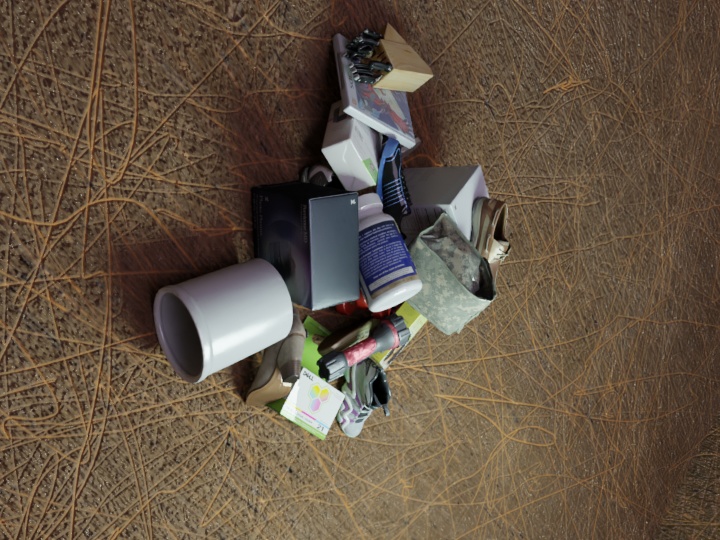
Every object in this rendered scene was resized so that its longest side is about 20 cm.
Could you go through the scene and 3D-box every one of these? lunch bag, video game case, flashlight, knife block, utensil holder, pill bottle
[{"bbox_3d":[0.169,0.017,1.558,0.201,0.164,0.117,49,52,4],"label":"lunch bag"},{"bbox_3d":[0.028,-0.358,1.557,0.198,0.023,0.187,21,52,-44],"label":"video game case"},{"bbox_3d":[0.007,0.155,1.560,0.197,0.067,0.069,-25,116,-27],"label":"flashlight"},{"bbox_3d":[0.054,-0.397,1.543,0.199,0.063,0.178,40,41,-27],"label":"knife block"},{"bbox_3d":[-0.243,0.082,1.386,0.197,0.168,0.175,-23,115,-39],"label":"utensil holder"},{"bbox_3d":[0.031,-0.035,1.483,0.114,0.115,0.204,-14,76,-38],"label":"pill bottle"}]

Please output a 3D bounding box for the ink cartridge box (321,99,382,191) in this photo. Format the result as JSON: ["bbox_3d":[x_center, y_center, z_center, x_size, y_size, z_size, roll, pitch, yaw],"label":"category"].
[{"bbox_3d":[-0.012,-0.265,1.544,0.118,0.066,0.203,56,29,-35],"label":"ink cartridge box"}]

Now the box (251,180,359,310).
[{"bbox_3d":[-0.105,-0.053,1.455,0.121,0.196,0.206,-13,108,-39],"label":"box"}]

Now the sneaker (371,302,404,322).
[{"bbox_3d":[0.085,0.062,1.729,0.073,0.086,0.205,14,91,-42],"label":"sneaker"}]

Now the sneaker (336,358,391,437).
[{"bbox_3d":[0.017,0.291,1.678,0.076,0.139,0.205,-14,117,-37],"label":"sneaker"}]

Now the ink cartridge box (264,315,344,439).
[{"bbox_3d":[-0.095,0.221,1.610,0.147,0.075,0.203,39,74,-40],"label":"ink cartridge box"}]

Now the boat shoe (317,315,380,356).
[{"bbox_3d":[-0.015,0.152,1.645,0.198,0.072,0.064,-24,100,-49],"label":"boat shoe"}]

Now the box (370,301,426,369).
[{"bbox_3d":[0.095,0.116,1.673,0.201,0.050,0.075,-50,160,-6],"label":"box"}]

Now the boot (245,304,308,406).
[{"bbox_3d":[-0.168,0.163,1.518,0.069,0.199,0.150,15,54,-38],"label":"boot"}]

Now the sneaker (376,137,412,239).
[{"bbox_3d":[0.071,-0.159,1.558,0.070,0.076,0.206,-53,153,-72],"label":"sneaker"}]

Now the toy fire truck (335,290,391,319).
[{"bbox_3d":[0.000,0.000,1.610,0.200,0.109,0.172,42,57,-59],"label":"toy fire truck"}]

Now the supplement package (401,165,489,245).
[{"bbox_3d":[0.160,-0.119,1.661,0.152,0.196,0.153,-49,129,-38],"label":"supplement package"}]

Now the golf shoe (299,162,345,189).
[{"bbox_3d":[-0.055,-0.116,1.558,0.078,0.093,0.203,-41,126,-28],"label":"golf shoe"}]

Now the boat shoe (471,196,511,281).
[{"bbox_3d":[0.267,-0.047,1.587,0.075,0.070,0.206,-10,102,-52],"label":"boat shoe"}]

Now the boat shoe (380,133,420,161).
[{"bbox_3d":[0.040,-0.251,1.648,0.198,0.073,0.063,-32,83,-29],"label":"boat shoe"}]
